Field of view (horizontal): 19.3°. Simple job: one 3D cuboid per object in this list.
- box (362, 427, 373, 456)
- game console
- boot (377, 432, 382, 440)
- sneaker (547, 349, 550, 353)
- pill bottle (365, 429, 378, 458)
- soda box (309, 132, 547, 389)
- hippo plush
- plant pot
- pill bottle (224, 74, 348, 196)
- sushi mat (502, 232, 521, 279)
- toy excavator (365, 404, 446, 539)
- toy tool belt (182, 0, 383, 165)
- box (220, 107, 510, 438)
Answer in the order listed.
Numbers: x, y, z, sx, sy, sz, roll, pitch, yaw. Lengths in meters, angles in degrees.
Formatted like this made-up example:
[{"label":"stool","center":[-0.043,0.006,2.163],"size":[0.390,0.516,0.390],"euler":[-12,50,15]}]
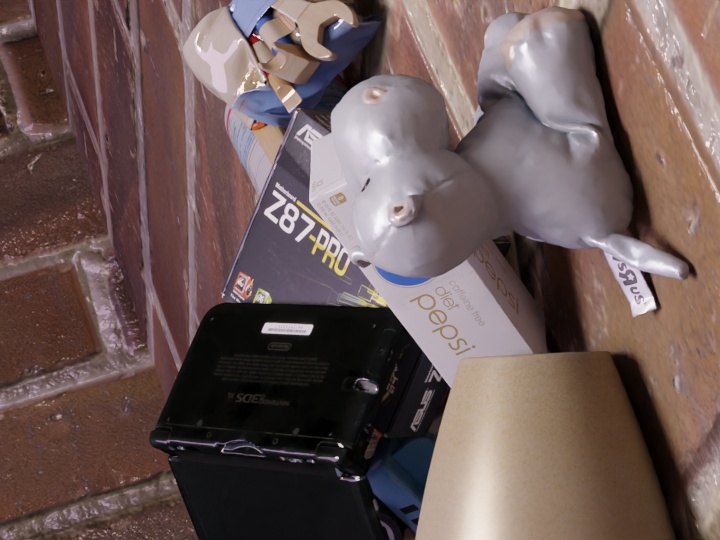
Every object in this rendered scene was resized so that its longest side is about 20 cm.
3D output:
[{"label":"box","center":[0.002,0.082,1.649],"size":[0.200,0.044,0.160],"euler":[107,-177,-68]},{"label":"game console","center":[-0.040,0.125,1.498],"size":[0.200,0.176,0.116],"euler":[1,150,43]},{"label":"boot","center":[0.020,0.214,1.760],"size":[0.074,0.155,0.200],"euler":[16,136,38]},{"label":"sneaker","center":[0.116,0.138,1.448],"size":[0.099,0.078,0.200],"euler":[113,140,-76]},{"label":"pill bottle","center":[-0.018,0.117,1.835],"size":[0.116,0.116,0.200],"euler":[-140,53,-68]},{"label":"soda box","center":[0.045,-0.007,1.349],"size":[0.200,0.064,0.068],"euler":[52,-158,-31]},{"label":"hippo plush","center":[0.064,-0.046,1.233],"size":[0.159,0.161,0.200],"euler":[117,135,-72]},{"label":"plant pot","center":[0.113,0.151,1.302],"size":[0.187,0.187,0.200],"euler":[167,101,-78]},{"label":"pill bottle","center":[-0.032,-0.080,1.734],"size":[0.109,0.109,0.200],"euler":[86,162,-45]},{"label":"sushi mat","center":[0.084,0.012,1.490],"size":[0.096,0.012,0.200],"euler":[11,117,53]},{"label":"toy excavator","center":[0.067,0.135,1.611],"size":[0.194,0.200,0.100],"euler":[45,-157,-10]},{"label":"toy tool belt","center":[-0.039,-0.179,1.633],"size":[0.123,0.125,0.200],"euler":[55,127,21]},{"label":"box","center":[0.000,0.000,1.505],"size":[0.200,0.049,0.161],"euler":[40,114,37]}]
